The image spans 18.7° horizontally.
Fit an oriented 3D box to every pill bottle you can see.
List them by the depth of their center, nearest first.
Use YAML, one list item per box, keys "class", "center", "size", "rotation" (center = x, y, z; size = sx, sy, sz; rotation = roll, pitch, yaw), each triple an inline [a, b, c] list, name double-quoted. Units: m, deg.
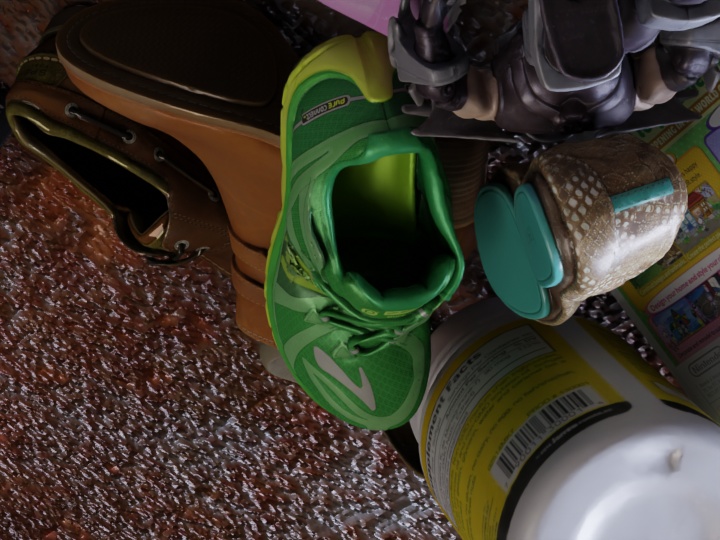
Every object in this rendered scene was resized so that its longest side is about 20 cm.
- class: "pill bottle"
  center: [0.090, 0.084, 0.949]
  size: [0.114, 0.114, 0.200]
  rotation: [43, -177, -21]

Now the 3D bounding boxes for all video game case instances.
- class: "video game case"
  center: [0.170, -0.010, 0.859]
  size: [0.183, 0.022, 0.200]
  rotation: [53, 147, 5]

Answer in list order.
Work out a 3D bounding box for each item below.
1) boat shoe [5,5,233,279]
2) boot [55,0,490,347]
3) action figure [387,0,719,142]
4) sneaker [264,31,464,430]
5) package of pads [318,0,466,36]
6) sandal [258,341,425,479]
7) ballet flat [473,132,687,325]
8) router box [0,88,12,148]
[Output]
- class: "boat shoe"
  center: [-0.089, -0.033, 1.042]
  size: [0.200, 0.068, 0.072]
  rotation: [41, 144, -19]
- class: "boot"
  center: [-0.044, -0.037, 0.981]
  size: [0.198, 0.077, 0.156]
  rotation: [10, 138, -5]
- class: "action figure"
  center: [0.080, -0.085, 0.767]
  size: [0.129, 0.070, 0.200]
  rotation: [-15, 174, -8]
- class: "sneaker"
  center: [0.000, 0.000, 0.896]
  size: [0.073, 0.084, 0.201]
  rotation: [-11, 134, -8]
- class: "package of pads"
  center: [-0.033, -0.175, 0.800]
  size: [0.199, 0.076, 0.121]
  rotation: [29, 144, 1]
- class: "sandal"
  center: [0.040, 0.077, 1.088]
  size: [0.199, 0.054, 0.080]
  rotation: [20, 151, -12]
- class: "ballet flat"
  center: [0.089, -0.017, 0.863]
  size: [0.200, 0.065, 0.071]
  rotation: [-170, 62, -85]
- class: "router box"
  center: [-0.278, -0.043, 1.050]
  size: [0.157, 0.201, 0.052]
  rotation: [34, 148, -10]
